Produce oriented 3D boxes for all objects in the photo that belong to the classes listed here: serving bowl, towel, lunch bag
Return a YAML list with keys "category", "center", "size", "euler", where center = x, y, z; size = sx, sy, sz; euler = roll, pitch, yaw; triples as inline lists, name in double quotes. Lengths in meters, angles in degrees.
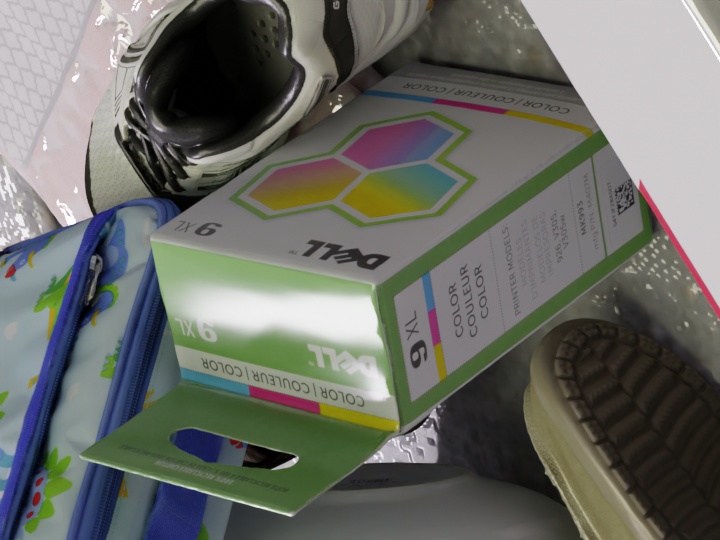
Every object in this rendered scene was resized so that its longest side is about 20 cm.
- category: "serving bowl"
  center: [0.000, 0.109, 1.035]
  size: [0.199, 0.199, 0.066]
  euler: [-1, 93, 46]
- category: "towel"
  center: [-0.085, -0.068, 1.111]
  size: [0.191, 0.032, 0.200]
  euler: [47, 142, 11]
- category: "lunch bag"
  center: [-0.113, 0.077, 0.997]
  size: [0.160, 0.201, 0.082]
  euler: [-18, 136, 41]

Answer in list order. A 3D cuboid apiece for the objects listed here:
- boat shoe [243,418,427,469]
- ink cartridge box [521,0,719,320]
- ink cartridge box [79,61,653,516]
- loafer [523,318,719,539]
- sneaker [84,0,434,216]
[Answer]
- category: "boat shoe"
  center: [-0.046, 0.036, 1.073]
  size: [0.199, 0.074, 0.075]
  euler: [-11, 128, 36]
- category: "ink cartridge box"
  center: [0.163, -0.074, 0.706]
  size: [0.145, 0.199, 0.084]
  euler: [58, 162, -3]
- category: "ink cartridge box"
  center: [0.000, 0.000, 0.934]
  size: [0.103, 0.200, 0.060]
  euler: [12, 125, 40]
- category: "loafer"
  center: [0.119, 0.109, 0.988]
  size: [0.200, 0.076, 0.068]
  euler: [53, 136, 2]
- category: "sneaker"
  center: [-0.060, -0.066, 0.997]
  size: [0.076, 0.088, 0.200]
  euler: [50, 135, 4]
